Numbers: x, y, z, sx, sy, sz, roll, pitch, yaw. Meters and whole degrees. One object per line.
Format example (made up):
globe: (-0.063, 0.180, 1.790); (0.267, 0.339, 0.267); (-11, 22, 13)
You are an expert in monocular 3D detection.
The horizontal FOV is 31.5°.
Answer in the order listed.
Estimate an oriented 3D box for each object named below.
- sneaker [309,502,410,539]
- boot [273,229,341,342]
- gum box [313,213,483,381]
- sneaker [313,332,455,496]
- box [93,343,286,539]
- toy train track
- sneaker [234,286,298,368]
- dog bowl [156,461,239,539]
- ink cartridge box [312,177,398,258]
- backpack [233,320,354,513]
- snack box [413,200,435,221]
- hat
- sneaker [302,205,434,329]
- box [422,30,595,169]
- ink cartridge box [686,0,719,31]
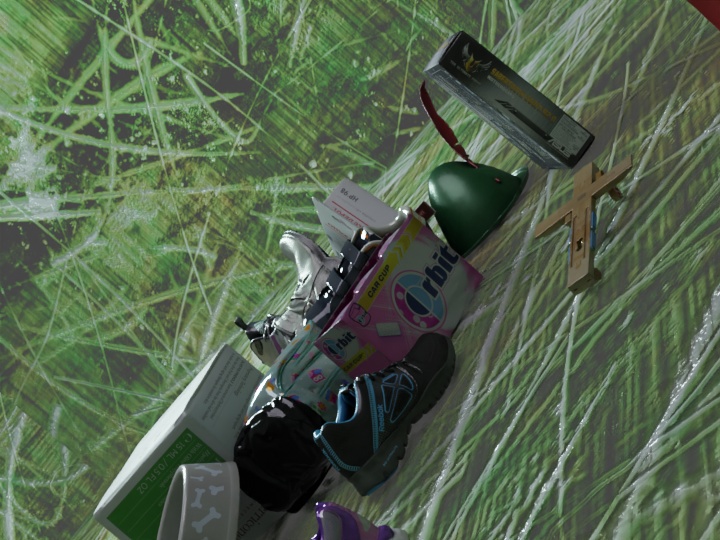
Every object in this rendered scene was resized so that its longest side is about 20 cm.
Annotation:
sneaker: (-0.052, 0.258, 0.970); (0.201, 0.088, 0.080); (-52, 8, -2)
boot: (-0.081, 0.030, 1.743); (0.131, 0.068, 0.199); (-53, 41, -5)
gum box: (0.047, 0.039, 1.404); (0.066, 0.113, 0.201); (-42, 10, 47)
sneaker: (0.028, 0.119, 1.231); (0.073, 0.082, 0.201); (-45, 7, 47)
box: (-0.180, 0.243, 1.552); (0.199, 0.171, 0.200); (-47, 8, 22)
toy train track: (0.205, -0.034, 1.132); (0.114, 0.033, 0.201); (-39, 17, 29)
sneaker: (-0.123, 0.083, 1.874); (0.078, 0.138, 0.202); (-55, -24, -44)
dog bowl: (-0.180, 0.299, 1.356); (0.200, 0.058, 0.204); (-168, 90, -75)
ink cartridge box: (0.012, -0.048, 1.759); (0.067, 0.115, 0.201); (-49, -25, -15)
backpack: (-0.056, 0.152, 1.425); (0.167, 0.126, 0.200); (-49, 3, 39)
snack box: (0.020, -0.007, 1.635); (0.200, 0.024, 0.072); (-48, 0, -1)
hat: (0.103, -0.127, 1.664); (0.166, 0.176, 0.200); (-49, 7, 4)
sneaker: (0.000, 0.000, 1.522); (0.199, 0.080, 0.078); (-39, 29, -8)
box: (0.172, -0.198, 1.509); (0.049, 0.199, 0.158); (-52, 5, 2)
ink cartridge box: (0.395, -0.312, 1.139); (0.200, 0.083, 0.146); (-45, 9, 39)
